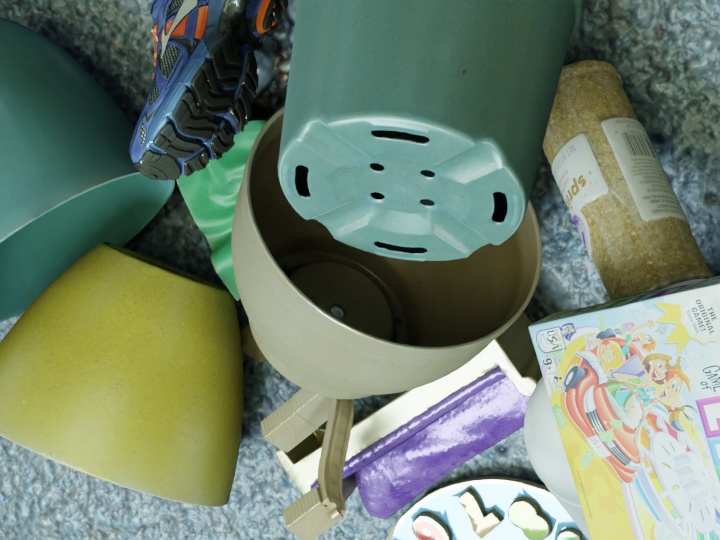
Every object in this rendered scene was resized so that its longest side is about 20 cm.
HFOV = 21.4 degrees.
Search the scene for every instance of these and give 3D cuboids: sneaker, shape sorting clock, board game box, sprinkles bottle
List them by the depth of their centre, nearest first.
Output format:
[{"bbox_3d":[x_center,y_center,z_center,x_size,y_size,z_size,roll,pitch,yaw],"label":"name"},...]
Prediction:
[{"bbox_3d":[0.188,0.112,1.122,0.134,0.034,0.202,-15,94,38],"label":"board game box"},{"bbox_3d":[0.169,-0.036,1.211,0.068,0.068,0.201,-33,60,23],"label":"sprinkles bottle"},{"bbox_3d":[-0.110,-0.150,1.291,0.078,0.075,0.201,10,66,31],"label":"sneaker"},{"bbox_3d":[0.104,0.246,1.386,0.198,0.039,0.202,5,109,14],"label":"shape sorting clock"}]

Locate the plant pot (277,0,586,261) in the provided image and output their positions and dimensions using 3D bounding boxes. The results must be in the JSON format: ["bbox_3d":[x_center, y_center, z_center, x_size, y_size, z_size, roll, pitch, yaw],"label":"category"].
[{"bbox_3d":[0.040,-0.126,1.148,0.198,0.197,0.201,8,149,5],"label":"plant pot"}]

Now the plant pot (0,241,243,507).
[{"bbox_3d":[-0.162,0.063,1.351,0.199,0.200,0.143,21,91,10],"label":"plant pot"}]

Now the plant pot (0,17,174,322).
[{"bbox_3d":[-0.255,-0.076,1.327,0.200,0.200,0.162,-38,79,23],"label":"plant pot"}]

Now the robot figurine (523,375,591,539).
[{"bbox_3d":[0.178,0.123,1.260,0.112,0.171,0.200,-17,138,20],"label":"robot figurine"}]

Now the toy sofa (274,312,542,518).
[{"bbox_3d":[0.048,0.107,1.342,0.199,0.083,0.098,-34,93,23],"label":"toy sofa"}]

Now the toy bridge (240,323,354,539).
[{"bbox_3d":[-0.037,0.097,1.317,0.067,0.201,0.027,-39,130,17],"label":"toy bridge"}]

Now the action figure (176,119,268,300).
[{"bbox_3d":[-0.025,-0.076,1.326,0.199,0.055,0.119,-25,96,15],"label":"action figure"}]

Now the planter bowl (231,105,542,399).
[{"bbox_3d":[0.000,0.000,1.242,0.200,0.200,0.135,37,139,4],"label":"planter bowl"}]
